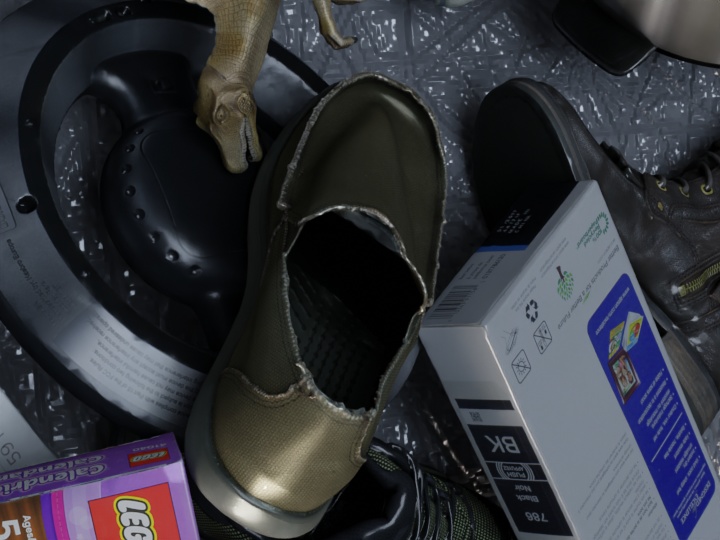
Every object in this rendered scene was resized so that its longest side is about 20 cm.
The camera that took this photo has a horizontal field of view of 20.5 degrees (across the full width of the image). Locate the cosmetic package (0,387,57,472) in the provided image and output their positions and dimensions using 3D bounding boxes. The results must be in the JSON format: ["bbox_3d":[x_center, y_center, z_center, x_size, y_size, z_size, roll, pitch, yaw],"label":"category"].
[{"bbox_3d":[-0.213,0.094,0.678,0.200,0.074,0.102,-44,111,-22],"label":"cosmetic package"}]

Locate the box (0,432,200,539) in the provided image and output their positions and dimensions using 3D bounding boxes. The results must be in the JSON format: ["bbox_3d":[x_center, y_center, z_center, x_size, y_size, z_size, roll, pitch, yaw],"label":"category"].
[{"bbox_3d":[-0.107,0.165,0.658,0.137,0.039,0.200,-13,103,-8],"label":"box"}]

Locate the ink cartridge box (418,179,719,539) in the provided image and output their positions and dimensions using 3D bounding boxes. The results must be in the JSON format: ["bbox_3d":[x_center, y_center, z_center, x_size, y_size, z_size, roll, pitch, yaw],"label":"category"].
[{"bbox_3d":[0.096,0.072,0.813,0.099,0.039,0.200,-49,123,-40],"label":"ink cartridge box"}]

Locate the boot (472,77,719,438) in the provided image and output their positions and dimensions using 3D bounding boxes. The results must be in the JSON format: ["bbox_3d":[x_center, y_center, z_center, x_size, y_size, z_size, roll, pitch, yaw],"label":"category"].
[{"bbox_3d":[0.150,-0.038,0.890,0.174,0.069,0.200,-42,114,-27],"label":"boot"}]

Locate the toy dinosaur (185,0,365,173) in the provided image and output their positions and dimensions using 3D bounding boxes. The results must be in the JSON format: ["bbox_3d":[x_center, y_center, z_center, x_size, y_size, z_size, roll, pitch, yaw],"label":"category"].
[{"bbox_3d":[-0.051,-0.140,0.732,0.101,0.058,0.200,-16,78,-26],"label":"toy dinosaur"}]

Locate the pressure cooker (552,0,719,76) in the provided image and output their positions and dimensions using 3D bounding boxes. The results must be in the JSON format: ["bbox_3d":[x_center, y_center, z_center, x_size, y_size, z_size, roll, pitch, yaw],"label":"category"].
[{"bbox_3d":[0.162,-0.176,0.813,0.176,0.200,0.179,-5,83,3],"label":"pressure cooker"}]

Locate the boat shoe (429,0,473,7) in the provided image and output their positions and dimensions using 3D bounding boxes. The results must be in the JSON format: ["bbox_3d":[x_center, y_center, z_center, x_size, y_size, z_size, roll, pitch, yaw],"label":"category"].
[{"bbox_3d":[-0.009,-0.194,0.795,0.071,0.070,0.201,-21,107,-3],"label":"boat shoe"}]

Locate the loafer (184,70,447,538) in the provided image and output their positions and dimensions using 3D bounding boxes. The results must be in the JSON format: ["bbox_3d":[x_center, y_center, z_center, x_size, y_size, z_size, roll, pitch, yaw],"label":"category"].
[{"bbox_3d":[0.000,0.000,0.686,0.075,0.070,0.200,30,46,-18],"label":"loafer"}]

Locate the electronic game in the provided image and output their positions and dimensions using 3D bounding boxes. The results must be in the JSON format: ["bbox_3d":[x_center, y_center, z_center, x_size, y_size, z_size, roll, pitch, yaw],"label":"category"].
[{"bbox_3d":[-0.060,-0.021,0.736,0.200,0.042,0.200,21,49,-27],"label":"electronic game"}]

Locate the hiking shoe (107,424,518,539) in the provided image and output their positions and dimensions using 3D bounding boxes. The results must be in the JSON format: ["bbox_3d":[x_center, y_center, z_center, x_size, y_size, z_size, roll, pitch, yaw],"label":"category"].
[{"bbox_3d":[0.001,0.104,0.780,0.200,0.101,0.076,23,83,-27],"label":"hiking shoe"}]
